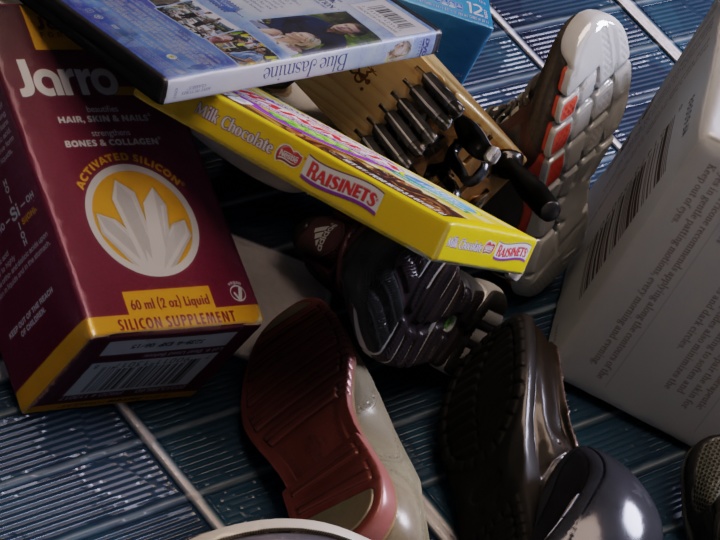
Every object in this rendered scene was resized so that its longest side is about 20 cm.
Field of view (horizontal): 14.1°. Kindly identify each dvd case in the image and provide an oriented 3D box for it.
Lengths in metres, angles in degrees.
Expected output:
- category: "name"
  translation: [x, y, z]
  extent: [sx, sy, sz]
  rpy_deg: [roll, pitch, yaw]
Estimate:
- category: "dvd case"
  translation: [-0.073, -0.140, 1.550]
  extent: [0.200, 0.018, 0.143]
  rpy_deg: [-14, 39, -42]

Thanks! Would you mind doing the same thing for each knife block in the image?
- category: "knife block"
  translation: [0.050, -0.065, 1.651]
  extent: [0.176, 0.064, 0.200]
  rpy_deg: [47, 6, 10]

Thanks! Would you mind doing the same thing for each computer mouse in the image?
- category: "computer mouse"
  translation: [0.131, 0.184, 1.477]
  extent: [0.141, 0.046, 0.200]
  rpy_deg: [50, 42, -15]

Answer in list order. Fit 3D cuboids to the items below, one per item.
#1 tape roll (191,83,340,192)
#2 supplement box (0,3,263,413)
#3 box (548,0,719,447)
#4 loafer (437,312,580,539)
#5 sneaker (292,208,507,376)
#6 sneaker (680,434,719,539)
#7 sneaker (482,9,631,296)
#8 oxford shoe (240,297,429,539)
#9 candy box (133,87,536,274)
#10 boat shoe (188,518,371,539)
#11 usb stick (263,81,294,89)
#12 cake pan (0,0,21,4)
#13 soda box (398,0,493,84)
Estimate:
- category: "tape roll"
  translation: [-0.090, -0.128, 1.685]
  extent: [0.203, 0.037, 0.203]
  rpy_deg: [41, 15, -13]
- category: "supplement box"
  translation: [-0.145, -0.035, 1.526]
  extent: [0.110, 0.086, 0.201]
  rpy_deg: [-4, 63, -38]
- category: "box"
  translation: [0.237, -0.024, 1.717]
  extent: [0.171, 0.199, 0.200]
  rpy_deg: [27, 36, -5]
- category: "loafer"
  translation: [0.091, 0.113, 1.576]
  extent: [0.071, 0.073, 0.201]
  rpy_deg: [29, 43, -29]
- category: "sneaker"
  translation: [0.000, 0.000, 1.600]
  extent: [0.115, 0.076, 0.200]
  rpy_deg: [32, -3, 22]
- category: "sneaker"
  translation: [0.224, 0.145, 1.578]
  extent: [0.076, 0.115, 0.200]
  rpy_deg: [-7, 44, -4]
- category: "sneaker"
  translation: [0.095, -0.075, 1.693]
  extent: [0.082, 0.201, 0.077]
  rpy_deg: [36, 44, 24]
- category: "oxford shoe"
  translation: [-0.011, 0.095, 1.539]
  extent: [0.075, 0.070, 0.200]
  rpy_deg: [45, 19, -37]
- category: "candy box"
  translation: [-0.013, -0.053, 1.497]
  extent: [0.200, 0.026, 0.102]
  rpy_deg: [30, 8, 27]
- category: "boat shoe"
  translation: [-0.008, 0.173, 1.427]
  extent: [0.199, 0.073, 0.063]
  rpy_deg: [13, 36, -29]
- category: "usb stick"
  translation: [-0.056, -0.143, 1.663]
  extent: [0.055, 0.033, 0.200]
  rpy_deg: [34, 14, -9]
- category: "cake pan"
  translation: [-0.223, -0.122, 1.651]
  extent: [0.200, 0.037, 0.201]
  rpy_deg: [19, 38, -16]
- category: "soda box"
  translation: [-0.021, -0.175, 1.827]
  extent: [0.199, 0.068, 0.064]
  rpy_deg: [16, 39, -19]
